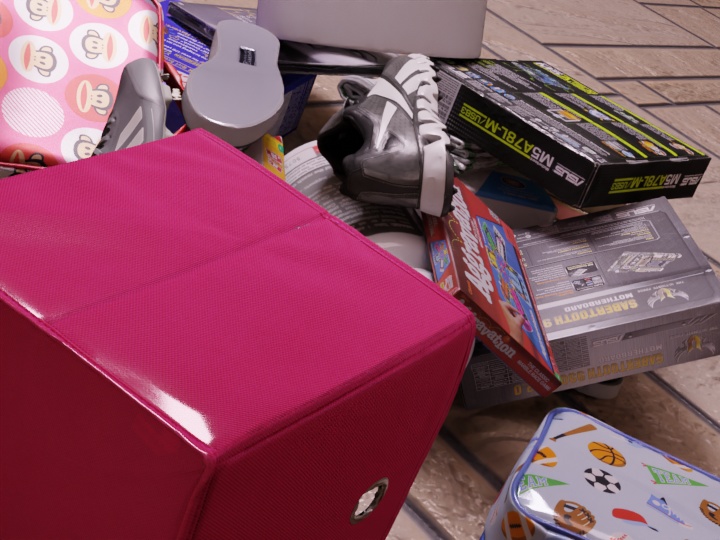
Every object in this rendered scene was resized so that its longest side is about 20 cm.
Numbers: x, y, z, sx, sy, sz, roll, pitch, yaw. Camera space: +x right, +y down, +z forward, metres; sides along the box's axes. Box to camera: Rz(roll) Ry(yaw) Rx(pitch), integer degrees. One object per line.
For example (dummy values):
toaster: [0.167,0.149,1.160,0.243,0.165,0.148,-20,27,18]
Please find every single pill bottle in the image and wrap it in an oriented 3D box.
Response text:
pill bottle: [0.000,0.000,0.874,0.114,0.114,0.200,7,31,-25]

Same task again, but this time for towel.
towel: [0.092,-0.142,1.096,0.149,0.031,0.200,38,31,26]

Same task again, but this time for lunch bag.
lunch bag: [0.181,0.169,0.744,0.200,0.076,0.160,27,26,13]
lunch bag: [-0.215,-0.136,0.930,0.176,0.082,0.200,10,60,-18]

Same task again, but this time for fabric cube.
fabric cube: [-0.098,0.074,0.590,0.200,0.197,0.199,34,30,22]

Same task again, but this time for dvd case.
dvd case: [-0.059,-0.217,1.152,0.200,0.016,0.149,-6,32,-45]

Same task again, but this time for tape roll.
tape roll: [0.010,-0.231,1.065,0.202,0.071,0.202,5,14,-1]

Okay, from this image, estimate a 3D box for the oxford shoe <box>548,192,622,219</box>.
oxford shoe: [0.180,-0.111,1.233,0.200,0.074,0.071,27,28,11]

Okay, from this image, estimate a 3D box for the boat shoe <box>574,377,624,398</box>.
boat shoe: [0.190,0.026,1.013,0.075,0.060,0.200,14,29,-14]

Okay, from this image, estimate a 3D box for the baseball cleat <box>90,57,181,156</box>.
baseball cleat: [-0.177,-0.059,0.828,0.106,0.070,0.200,4,66,-19]

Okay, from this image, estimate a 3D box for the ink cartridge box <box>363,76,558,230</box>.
ink cartridge box: [0.070,-0.084,1.099,0.146,0.086,0.200,11,28,-19]

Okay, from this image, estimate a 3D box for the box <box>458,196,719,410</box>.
box: [0.159,0.020,0.920,0.199,0.048,0.159,-13,32,1]

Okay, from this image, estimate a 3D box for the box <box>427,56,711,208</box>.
box: [0.167,-0.121,1.038,0.200,0.048,0.193,37,26,31]

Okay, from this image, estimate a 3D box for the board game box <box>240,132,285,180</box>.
board game box: [-0.090,-0.023,0.861,0.030,0.096,0.200,38,23,-24]

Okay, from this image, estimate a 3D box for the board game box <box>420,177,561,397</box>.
board game box: [0.083,-0.005,0.850,0.103,0.019,0.200,40,21,-24]

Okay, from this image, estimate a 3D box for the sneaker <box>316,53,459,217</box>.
sneaker: [0.014,-0.104,0.869,0.090,0.067,0.200,1,33,-4]

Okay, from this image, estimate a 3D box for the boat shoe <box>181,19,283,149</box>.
boat shoe: [-0.100,-0.124,0.921,0.071,0.070,0.200,14,29,-11]

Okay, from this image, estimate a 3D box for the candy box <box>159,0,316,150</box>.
candy box: [-0.155,-0.167,1.103,0.169,0.077,0.200,26,27,10]
